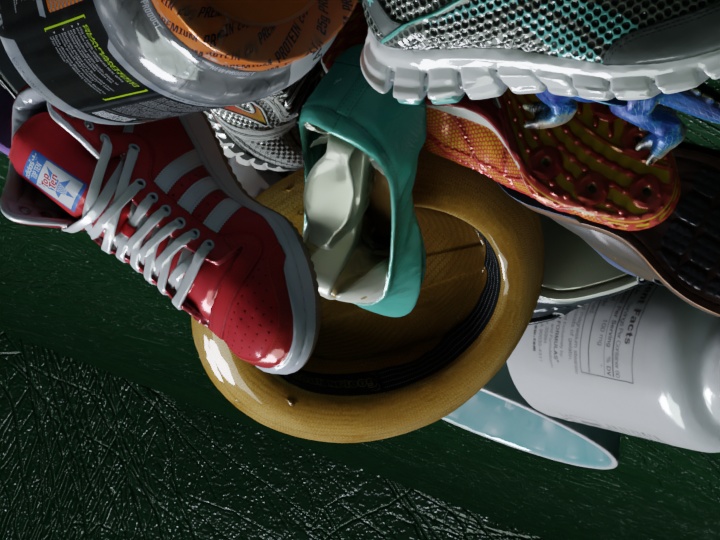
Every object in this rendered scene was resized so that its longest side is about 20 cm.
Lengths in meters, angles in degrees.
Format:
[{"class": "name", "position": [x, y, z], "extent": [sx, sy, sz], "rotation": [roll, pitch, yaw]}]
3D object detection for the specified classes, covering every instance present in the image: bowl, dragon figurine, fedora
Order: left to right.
[{"class": "fedora", "position": [0.000, 0.000, 1.332], "extent": [0.200, 0.201, 0.082], "rotation": [28, -160, -29]}, {"class": "bowl", "position": [0.101, 0.052, 1.670], "extent": [0.200, 0.105, 0.201], "rotation": [21, 170, 4]}, {"class": "dragon figurine", "position": [0.104, -0.094, 1.043], "extent": [0.199, 0.059, 0.099], "rotation": [18, 170, 27]}]

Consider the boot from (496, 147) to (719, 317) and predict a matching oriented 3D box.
[{"class": "boot", "position": [0.168, -0.025, 1.271], "extent": [0.199, 0.075, 0.097], "rotation": [30, -178, 16]}]

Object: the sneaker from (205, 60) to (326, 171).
[{"class": "sneaker", "position": [-0.054, -0.106, 1.268], "extent": [0.082, 0.078, 0.200], "rotation": [12, 166, 39]}]

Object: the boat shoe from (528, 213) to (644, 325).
[{"class": "boat shoe", "position": [0.097, -0.003, 1.393], "extent": [0.199, 0.075, 0.066], "rotation": [-15, 159, 22]}]

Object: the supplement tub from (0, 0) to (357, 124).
[{"class": "supplement tub", "position": [-0.081, -0.130, 1.070], "extent": [0.122, 0.123, 0.200], "rotation": [26, 170, -23]}]

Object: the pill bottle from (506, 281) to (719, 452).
[{"class": "pill bottle", "position": [0.191, 0.046, 1.426], "extent": [0.200, 0.115, 0.114], "rotation": [11, 165, 48]}]

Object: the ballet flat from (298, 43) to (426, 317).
[{"class": "ballet flat", "position": [-0.007, -0.028, 1.190], "extent": [0.067, 0.070, 0.200], "rotation": [30, 148, 20]}]

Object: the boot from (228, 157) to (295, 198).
[{"class": "boot", "position": [-0.079, -0.032, 1.477], "extent": [0.074, 0.096, 0.200], "rotation": [41, -170, -8]}]

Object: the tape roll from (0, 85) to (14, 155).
[{"class": "tape roll", "position": [-0.160, -0.069, 1.611], "extent": [0.200, 0.066, 0.200], "rotation": [30, 177, 2]}]

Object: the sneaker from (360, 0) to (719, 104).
[{"class": "sneaker", "position": [0.079, -0.118, 0.941], "extent": [0.199, 0.078, 0.092], "rotation": [-3, 122, 27]}]

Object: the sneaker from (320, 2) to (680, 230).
[{"class": "sneaker", "position": [0.074, -0.077, 1.192], "extent": [0.200, 0.073, 0.077], "rotation": [30, 173, 24]}]

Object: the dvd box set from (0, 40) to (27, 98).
[{"class": "dvd box set", "position": [-0.173, -0.104, 1.347], "extent": [0.146, 0.029, 0.200], "rotation": [51, 180, -16]}]

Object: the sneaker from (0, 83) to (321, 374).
[{"class": "sneaker", "position": [-0.104, -0.024, 1.170], "extent": [0.112, 0.071, 0.200], "rotation": [4, -144, -40]}]
